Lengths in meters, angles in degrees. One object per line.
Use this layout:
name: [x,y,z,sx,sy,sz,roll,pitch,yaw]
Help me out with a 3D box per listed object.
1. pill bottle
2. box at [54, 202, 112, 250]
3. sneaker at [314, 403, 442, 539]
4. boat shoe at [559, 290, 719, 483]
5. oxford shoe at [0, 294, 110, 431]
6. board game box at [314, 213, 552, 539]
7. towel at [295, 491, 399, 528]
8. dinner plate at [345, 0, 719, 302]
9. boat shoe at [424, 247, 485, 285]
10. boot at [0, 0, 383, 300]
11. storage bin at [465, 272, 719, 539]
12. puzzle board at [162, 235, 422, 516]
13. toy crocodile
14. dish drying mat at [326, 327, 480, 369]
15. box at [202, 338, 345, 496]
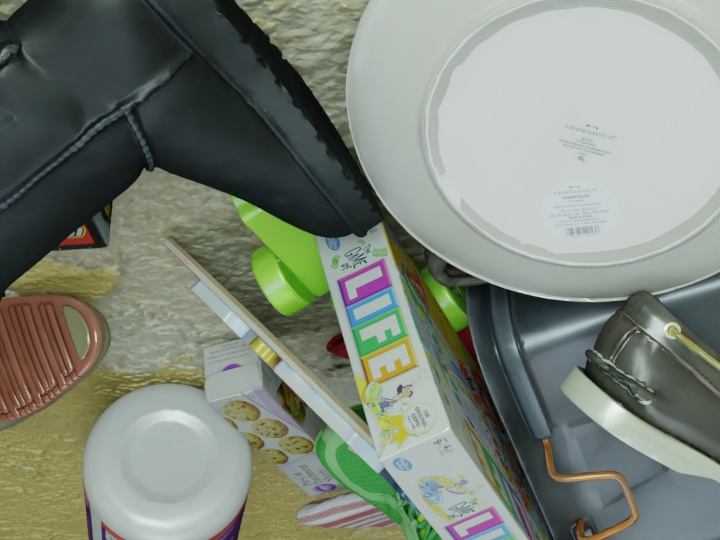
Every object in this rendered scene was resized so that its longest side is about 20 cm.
pill bottle: [-0.138,0.164,0.998,0.112,0.113,0.200,3,153,-8]
box: [-0.227,-0.053,0.649,0.199,0.040,0.137,-3,152,4]
sneaker: [0.058,0.143,0.827,0.200,0.074,0.084,32,-162,16]
boat shoe: [0.185,0.075,0.649,0.201,0.072,0.061,28,99,-25]
oxford shoe: [-0.215,0.060,0.865,0.200,0.071,0.074,-22,171,34]
board game box: [0.045,0.078,0.689,0.034,0.135,0.200,-25,139,9]
towel: [0.068,0.166,1.059,0.199,0.030,0.146,7,156,-40]
dinner plate: [0.091,-0.059,0.571,0.199,0.024,0.201,6,131,7]
boat shoe: [0.125,-0.036,0.649,0.200,0.061,0.072,-11,150,20]
boot: [-0.102,-0.042,0.571,0.162,0.073,0.198,-36,134,8]
storage bin: [0.150,0.067,0.736,0.134,0.146,0.201,-19,116,13]
puzzle board: [-0.020,0.071,0.769,0.017,0.200,0.151,-47,147,-4]
toy crocodile: [0.000,0.000,0.738,0.067,0.062,0.200,-33,137,17]
dish drying mat: [0.078,0.060,0.901,0.200,0.018,0.077,22,141,-35]
box: [-0.050,0.102,0.955,0.041,0.039,0.200,-13,151,12]
